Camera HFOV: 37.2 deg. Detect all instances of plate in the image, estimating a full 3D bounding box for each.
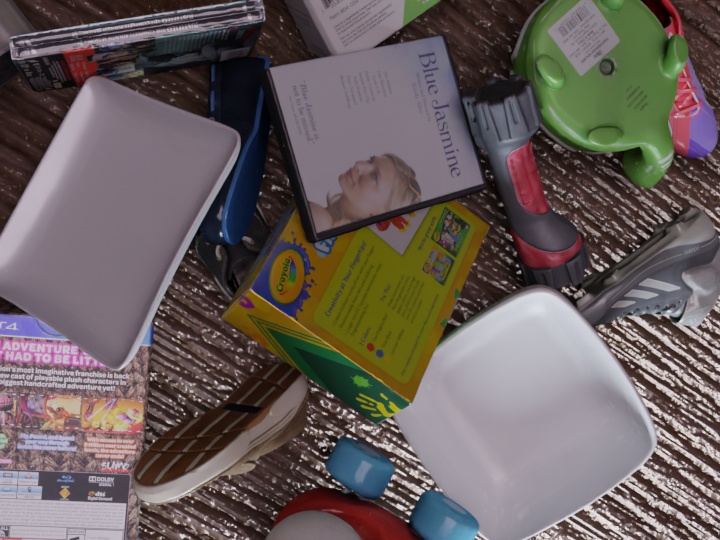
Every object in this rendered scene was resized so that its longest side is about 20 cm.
[{"bbox_3d":[-0.198,-0.042,0.858,0.032,0.198,0.202,34,82,-54],"label":"plate"}]

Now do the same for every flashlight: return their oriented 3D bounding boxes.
[{"bbox_3d":[0.155,-0.076,0.964,0.067,0.068,0.202,-31,123,-17],"label":"flashlight"}]

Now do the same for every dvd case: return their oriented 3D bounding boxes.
[{"bbox_3d":[0.017,-0.117,0.914,0.198,0.017,0.145,-18,92,-35],"label":"dvd case"},{"bbox_3d":[-0.182,-0.185,0.890,0.196,0.146,0.022,-11,92,-10],"label":"dvd case"}]

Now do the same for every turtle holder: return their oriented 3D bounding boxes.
[{"bbox_3d":[0.221,-0.172,0.978,0.183,0.132,0.143,20,87,-12],"label":"turtle holder"}]

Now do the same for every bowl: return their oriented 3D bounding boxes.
[{"bbox_3d":[0.148,0.124,0.983,0.199,0.075,0.201,-35,98,14],"label":"bowl"}]

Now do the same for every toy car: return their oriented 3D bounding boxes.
[{"bbox_3d":[-0.017,0.259,0.894,0.175,0.200,0.186,30,91,16],"label":"toy car"}]

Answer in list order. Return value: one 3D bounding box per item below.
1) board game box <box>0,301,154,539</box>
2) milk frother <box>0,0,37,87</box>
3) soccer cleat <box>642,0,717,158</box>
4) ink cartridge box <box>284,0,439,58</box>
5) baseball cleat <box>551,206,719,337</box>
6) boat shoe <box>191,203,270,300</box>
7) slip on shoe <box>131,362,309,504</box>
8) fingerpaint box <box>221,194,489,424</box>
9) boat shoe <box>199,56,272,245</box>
[{"bbox_3d":[-0.261,0.134,0.912,0.156,0.097,0.204,5,91,-11],"label":"board game box"},{"bbox_3d":[-0.400,-0.199,0.867,0.199,0.181,0.189,-32,100,35],"label":"milk frother"},{"bbox_3d":[0.288,-0.197,1.018,0.066,0.076,0.202,-30,97,-8],"label":"soccer cleat"},{"bbox_3d":[-0.017,-0.303,0.916,0.144,0.084,0.202,-35,121,-8],"label":"ink cartridge box"},{"bbox_3d":[0.274,0.027,1.028,0.199,0.070,0.107,-35,98,-7],"label":"baseball cleat"},{"bbox_3d":[-0.108,-0.022,0.952,0.071,0.068,0.202,-33,95,-6],"label":"boat shoe"},{"bbox_3d":[-0.112,0.151,0.920,0.075,0.200,0.062,6,117,31],"label":"slip on shoe"},{"bbox_3d":[0.000,0.000,0.930,0.166,0.073,0.202,34,56,-11],"label":"fingerpaint box"},{"bbox_3d":[-0.118,-0.101,0.918,0.067,0.202,0.085,4,136,4],"label":"boat shoe"}]
